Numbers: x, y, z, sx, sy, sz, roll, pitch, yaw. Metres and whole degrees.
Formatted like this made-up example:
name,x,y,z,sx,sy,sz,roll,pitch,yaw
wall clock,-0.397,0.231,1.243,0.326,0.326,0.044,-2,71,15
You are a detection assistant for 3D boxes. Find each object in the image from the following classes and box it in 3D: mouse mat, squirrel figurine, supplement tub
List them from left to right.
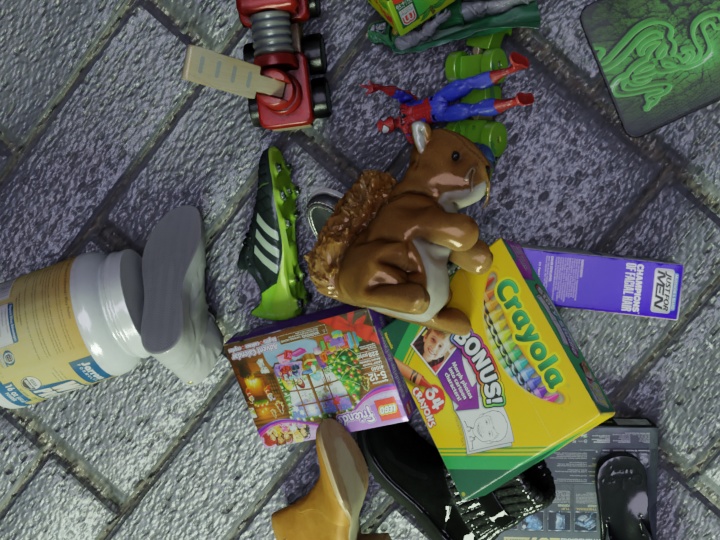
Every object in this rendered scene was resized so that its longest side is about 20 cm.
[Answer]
name,x,y,z,sx,sy,sz,roll,pitch,yaw
supplement tub,-0.340,0.065,1.062,0.196,0.145,0.148,-18,92,7
squirrel figurine,0.040,-0.052,0.912,0.197,0.141,0.191,11,83,36
mouse mat,0.366,-0.263,1.036,0.197,0.008,0.164,-24,91,8

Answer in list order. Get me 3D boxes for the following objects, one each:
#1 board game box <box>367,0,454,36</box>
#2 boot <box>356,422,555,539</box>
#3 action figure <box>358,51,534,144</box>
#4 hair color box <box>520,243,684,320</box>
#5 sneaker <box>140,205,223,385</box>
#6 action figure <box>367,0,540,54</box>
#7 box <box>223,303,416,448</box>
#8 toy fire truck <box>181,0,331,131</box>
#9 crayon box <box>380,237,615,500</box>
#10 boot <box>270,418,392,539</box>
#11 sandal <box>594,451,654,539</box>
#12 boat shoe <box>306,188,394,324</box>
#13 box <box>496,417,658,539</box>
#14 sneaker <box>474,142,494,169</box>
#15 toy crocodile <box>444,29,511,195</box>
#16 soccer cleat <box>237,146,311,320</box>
name,x,y,z,sx,sy,sz,roll,pitch,yaw
board game box,0.098,-0.349,0.996,0.198,0.102,0.048,-33,135,-1
boot,0.105,0.209,1.022,0.211,0.079,0.159,46,125,12
action figure,0.079,-0.183,0.993,0.198,0.098,0.067,-13,82,44
hair color box,0.246,0.010,1.016,0.195,0.109,0.066,5,94,6
sneaker,-0.207,0.033,1.083,0.072,0.116,0.204,-6,58,13
action figure,0.098,-0.289,1.019,0.196,0.055,0.120,-14,50,23
box,-0.048,0.120,1.048,0.196,0.039,0.139,-16,103,26
toy fire truck,-0.111,-0.247,0.988,0.125,0.200,0.181,-6,94,6
crayon box,0.135,0.101,0.935,0.172,0.058,0.203,-39,65,26
boot,-0.052,0.273,1.058,0.142,0.071,0.205,-14,105,33
sandal,0.300,0.307,1.016,0.074,0.043,0.205,-15,95,5
boat shoe,0.000,0.000,1.035,0.073,0.061,0.202,-16,116,40
box,0.243,0.254,1.063,0.195,0.051,0.162,-1,94,5
sneaker,0.077,-0.074,1.034,0.198,0.077,0.086,-27,104,34
toy crocodile,0.138,-0.188,1.040,0.067,0.061,0.205,5,95,41
soccer cleat,-0.110,-0.041,1.074,0.079,0.067,0.205,-5,94,19
